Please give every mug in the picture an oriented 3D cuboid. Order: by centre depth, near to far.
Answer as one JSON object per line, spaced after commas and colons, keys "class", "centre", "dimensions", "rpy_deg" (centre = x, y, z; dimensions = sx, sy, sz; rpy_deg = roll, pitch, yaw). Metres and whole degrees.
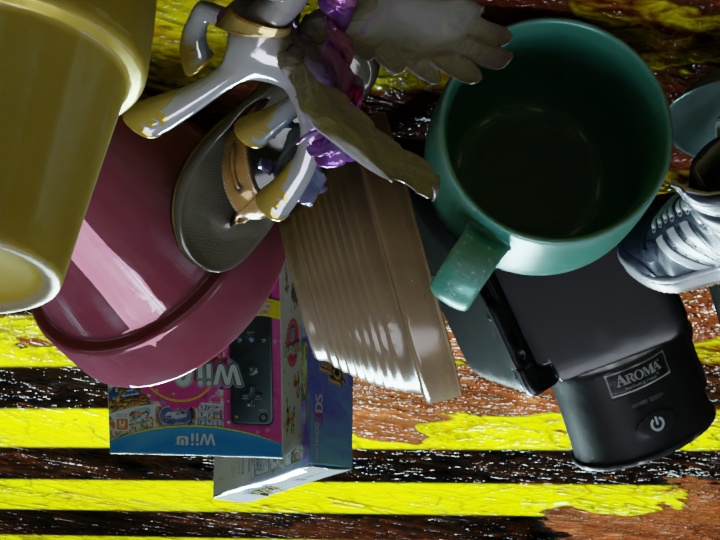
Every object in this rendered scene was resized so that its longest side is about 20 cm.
{"class": "mug", "centre": [0.103, -0.068, 1.544], "dimensions": [0.184, 0.153, 0.114], "rpy_deg": [-23, 169, -12]}

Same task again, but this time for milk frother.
{"class": "milk frother", "centre": [0.190, 0.028, 1.848], "dimensions": [0.180, 0.189, 0.200], "rpy_deg": [-27, -165, -24]}

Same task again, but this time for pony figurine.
{"class": "pony figurine", "centre": [-0.029, -0.118, 1.451], "dimensions": [0.193, 0.167, 0.200], "rpy_deg": [33, 137, -8]}

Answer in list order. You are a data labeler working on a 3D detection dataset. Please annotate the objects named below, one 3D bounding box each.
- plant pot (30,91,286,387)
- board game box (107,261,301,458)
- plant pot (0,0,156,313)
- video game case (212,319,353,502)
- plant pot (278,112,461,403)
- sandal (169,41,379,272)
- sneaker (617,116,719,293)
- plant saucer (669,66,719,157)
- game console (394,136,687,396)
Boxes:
{"class": "plant pot", "centre": [-0.176, -0.046, 1.677], "dimensions": [0.199, 0.201, 0.179], "rpy_deg": [-7, 144, 31]}
{"class": "board game box", "centre": [-0.124, 0.044, 1.892], "dimensions": [0.147, 0.201, 0.064], "rpy_deg": [0, -173, 12]}
{"class": "plant pot", "centre": [-0.218, -0.085, 1.309], "dimensions": [0.200, 0.190, 0.201], "rpy_deg": [3, 160, 1]}
{"class": "video game case", "centre": [-0.065, 0.083, 2.012], "dimensions": [0.045, 0.201, 0.181], "rpy_deg": [8, 163, -27]}
{"class": "plant pot", "centre": [0.000, 0.000, 1.622], "dimensions": [0.092, 0.202, 0.201], "rpy_deg": [-14, 162, 0]}
{"class": "sandal", "centre": [-0.055, -0.075, 1.576], "dimensions": [0.082, 0.055, 0.200], "rpy_deg": [32, 112, -30]}
{"class": "sneaker", "centre": [0.219, -0.043, 1.544], "dimensions": [0.109, 0.070, 0.200], "rpy_deg": [47, 157, -27]}
{"class": "plant saucer", "centre": [0.300, -0.111, 1.577], "dimensions": [0.200, 0.039, 0.201], "rpy_deg": [3, 163, 1]}
{"class": "game console", "centre": [0.117, -0.025, 1.713], "dimensions": [0.116, 0.201, 0.176], "rpy_deg": [-29, -166, -15]}
